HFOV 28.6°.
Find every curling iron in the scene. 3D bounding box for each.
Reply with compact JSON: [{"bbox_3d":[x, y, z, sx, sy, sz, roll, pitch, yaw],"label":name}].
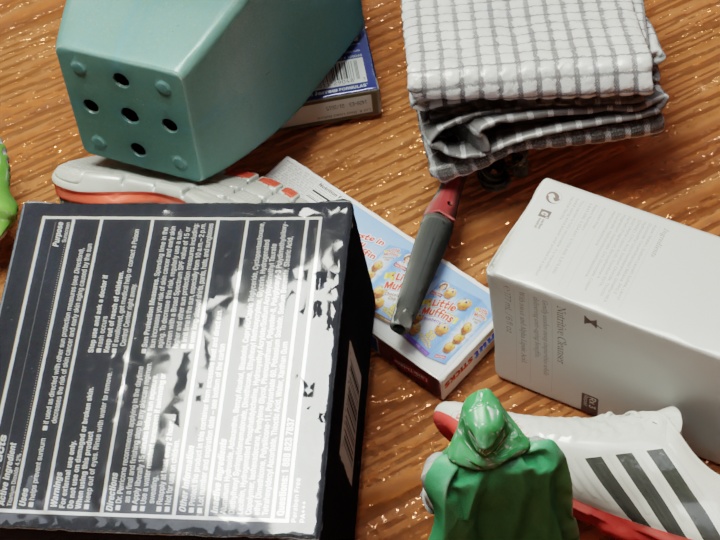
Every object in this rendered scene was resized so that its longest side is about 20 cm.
[{"bbox_3d":[0.060,-0.032,0.902,0.049,0.026,0.201,15,44,18],"label":"curling iron"}]

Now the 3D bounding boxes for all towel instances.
[{"bbox_3d":[0.110,-0.145,0.948,0.164,0.086,0.201,-5,36,2],"label":"towel"}]

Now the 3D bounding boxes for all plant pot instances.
[{"bbox_3d":[-0.104,-0.165,0.919,0.140,0.142,0.201,15,51,18],"label":"plant pot"}]

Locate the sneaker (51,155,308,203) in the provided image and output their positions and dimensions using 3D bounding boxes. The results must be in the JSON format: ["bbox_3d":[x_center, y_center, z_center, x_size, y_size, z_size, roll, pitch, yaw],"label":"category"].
[{"bbox_3d":[-0.111,-0.021,0.914,0.198,0.083,0.077,14,20,28],"label":"sneaker"}]

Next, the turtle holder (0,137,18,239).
[{"bbox_3d":[-0.331,-0.062,0.949,0.184,0.141,0.133,19,66,-28],"label":"turtle holder"}]

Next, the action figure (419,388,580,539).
[{"bbox_3d":[0.067,0.123,0.703,0.117,0.201,0.055,-11,52,-2],"label":"action figure"}]

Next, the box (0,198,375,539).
[{"bbox_3d":[-0.100,0.073,0.800,0.196,0.124,0.202,1,61,9],"label":"box"}]

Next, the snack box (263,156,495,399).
[{"bbox_3d":[0.000,0.000,0.911,0.199,0.024,0.072,35,65,28],"label":"snack box"}]

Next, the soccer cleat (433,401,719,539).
[{"bbox_3d":[0.137,0.106,0.784,0.198,0.069,0.086,23,76,17],"label":"soccer cleat"}]

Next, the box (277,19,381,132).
[{"bbox_3d":[-0.058,-0.186,1.050,0.120,0.033,0.202,-10,54,0],"label":"box"}]

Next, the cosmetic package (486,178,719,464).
[{"bbox_3d":[0.179,0.037,0.808,0.198,0.113,0.081,21,59,24],"label":"cosmetic package"}]
